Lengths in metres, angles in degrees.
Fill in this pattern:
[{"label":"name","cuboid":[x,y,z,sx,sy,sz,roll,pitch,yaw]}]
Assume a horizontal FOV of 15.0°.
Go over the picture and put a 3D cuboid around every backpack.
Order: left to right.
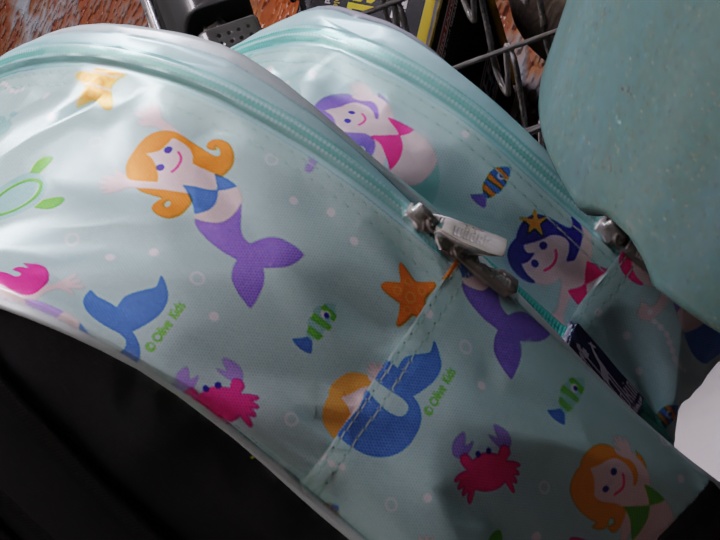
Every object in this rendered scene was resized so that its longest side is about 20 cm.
[{"label":"backpack","cuboid":[-0.023,0.028,0.641,0.177,0.199,0.151,-25,35,62]}]

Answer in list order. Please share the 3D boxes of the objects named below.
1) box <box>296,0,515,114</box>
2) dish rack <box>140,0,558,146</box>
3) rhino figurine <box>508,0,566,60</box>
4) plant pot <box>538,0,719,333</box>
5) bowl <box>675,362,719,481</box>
[{"label":"box","cuboid":[0.000,0.000,0.879,0.160,0.049,0.201,66,-143,-73]},{"label":"dish rack","cuboid":[0.039,-0.089,0.780,0.055,0.199,0.154,78,171,-63]},{"label":"rhino figurine","cuboid":[0.076,-0.114,0.872,0.087,0.060,0.201,-41,51,30]},{"label":"plant pot","cuboid":[0.139,-0.088,0.574,0.201,0.199,0.197,-103,28,-50]},{"label":"bowl","cuboid":[0.072,0.083,0.734,0.200,0.074,0.201,-42,38,50]}]
